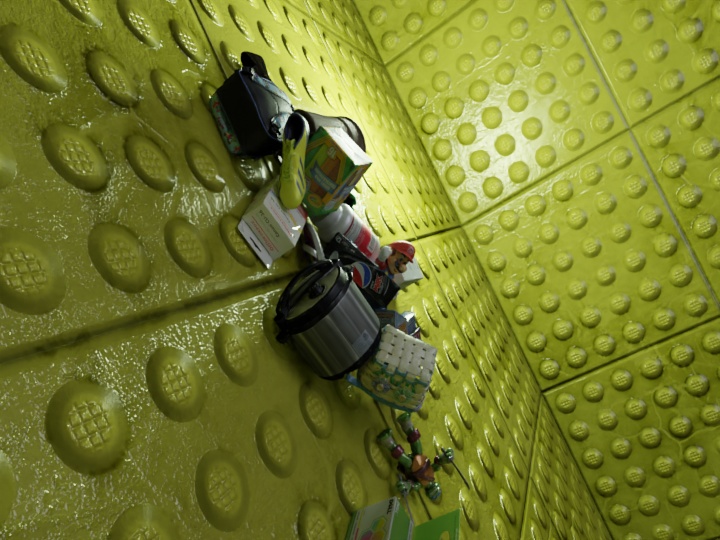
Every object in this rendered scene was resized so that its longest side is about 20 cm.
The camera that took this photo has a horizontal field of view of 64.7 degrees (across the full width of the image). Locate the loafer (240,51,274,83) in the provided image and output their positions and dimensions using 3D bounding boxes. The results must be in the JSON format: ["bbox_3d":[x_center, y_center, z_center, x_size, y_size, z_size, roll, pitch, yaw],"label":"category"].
[{"bbox_3d":[-0.270,-0.484,1.469,0.070,0.072,0.204,13,45,-55],"label":"loafer"}]

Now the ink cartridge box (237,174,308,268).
[{"bbox_3d":[-0.184,-0.108,1.223,0.118,0.066,0.202,53,23,-23],"label":"ink cartridge box"}]

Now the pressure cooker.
[{"bbox_3d":[-0.068,0.086,1.122,0.202,0.175,0.178,53,26,-22],"label":"pressure cooker"}]

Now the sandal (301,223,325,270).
[{"bbox_3d":[-0.113,-0.032,1.315,0.084,0.048,0.206,93,-20,-47],"label":"sandal"}]

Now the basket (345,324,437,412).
[{"bbox_3d":[0.064,0.219,1.197,0.171,0.202,0.142,22,55,0],"label":"basket"}]

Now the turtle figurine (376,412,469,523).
[{"bbox_3d":[0.133,0.419,1.241,0.197,0.142,0.200,55,10,2],"label":"turtle figurine"}]

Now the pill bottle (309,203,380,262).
[{"bbox_3d":[-0.041,-0.098,1.482,0.200,0.110,0.115,45,27,-37],"label":"pill bottle"}]

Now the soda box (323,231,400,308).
[{"bbox_3d":[0.000,0.000,1.347,0.199,0.064,0.071,41,-5,-4],"label":"soda box"}]

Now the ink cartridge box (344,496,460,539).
[{"bbox_3d":[0.068,0.464,0.971,0.077,0.196,0.148,55,22,-12],"label":"ink cartridge box"}]

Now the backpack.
[{"bbox_3d":[-0.227,-0.349,1.311,0.187,0.132,0.199,63,22,4],"label":"backpack"}]

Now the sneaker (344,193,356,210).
[{"bbox_3d":[-0.045,-0.196,1.623,0.074,0.082,0.204,44,27,-35],"label":"sneaker"}]

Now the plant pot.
[{"bbox_3d":[-0.116,-0.320,1.484,0.196,0.197,0.206,0,64,-56],"label":"plant pot"}]

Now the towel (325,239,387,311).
[{"bbox_3d":[-0.020,0.033,1.401,0.205,0.109,0.048,62,-22,4],"label":"towel"}]

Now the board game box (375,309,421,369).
[{"bbox_3d":[0.095,0.179,1.393,0.198,0.060,0.208,-26,113,-56],"label":"board game box"}]

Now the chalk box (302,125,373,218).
[{"bbox_3d":[-0.088,-0.215,1.323,0.124,0.201,0.123,44,23,8],"label":"chalk box"}]

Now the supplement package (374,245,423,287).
[{"bbox_3d":[0.095,0.000,1.684,0.113,0.111,0.199,66,20,8],"label":"supplement package"}]

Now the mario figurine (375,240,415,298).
[{"bbox_3d":[0.071,0.011,1.478,0.106,0.200,0.123,45,7,11],"label":"mario figurine"}]

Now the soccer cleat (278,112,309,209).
[{"bbox_3d":[-0.147,-0.235,1.208,0.084,0.062,0.208,65,29,-76],"label":"soccer cleat"}]
